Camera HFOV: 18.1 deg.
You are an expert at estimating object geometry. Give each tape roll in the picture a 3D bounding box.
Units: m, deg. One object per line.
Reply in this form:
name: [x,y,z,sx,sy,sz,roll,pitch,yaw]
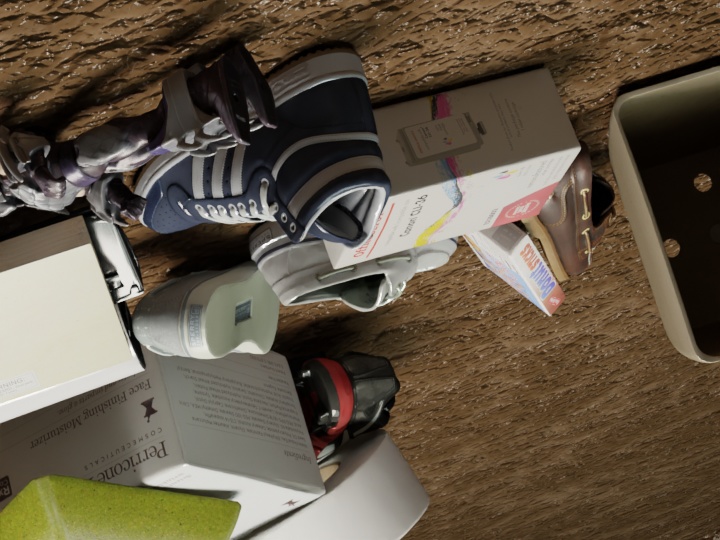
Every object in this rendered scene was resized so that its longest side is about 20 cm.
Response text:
tape roll: [-0.042,0.218,1.918,0.202,0.071,0.202,-34,-174,4]

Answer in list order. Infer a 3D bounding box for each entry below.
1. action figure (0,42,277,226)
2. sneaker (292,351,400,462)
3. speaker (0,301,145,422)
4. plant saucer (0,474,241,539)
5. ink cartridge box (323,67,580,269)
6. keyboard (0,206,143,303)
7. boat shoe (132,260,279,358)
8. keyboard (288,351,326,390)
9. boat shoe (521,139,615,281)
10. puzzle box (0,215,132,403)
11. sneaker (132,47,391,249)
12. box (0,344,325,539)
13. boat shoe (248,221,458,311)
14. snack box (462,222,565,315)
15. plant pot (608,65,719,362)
action figure: [-0.151,-0.067,1.324,0.199,0.070,0.130,-22,172,19]
sneaker: [-0.024,0.121,1.940,0.097,0.071,0.200,-16,165,-25]
speaker: [-0.252,0.065,1.579,0.199,0.082,0.081,-20,162,-1]
plant saucer: [-0.212,0.238,1.711,0.199,0.048,0.200,14,132,-43]
ink cartridge box: [0.035,-0.063,1.531,0.199,0.068,0.117,-15,161,-16]
keyboard: [-0.239,0.033,1.493,0.199,0.021,0.128,-19,128,0]
boat shoe: [-0.111,0.026,1.638,0.071,0.071,0.201,5,-176,14]
keyboard: [-0.120,0.113,1.962,0.199,0.021,0.127,-20,162,-2]
boat shoe: [0.160,-0.045,1.713,0.070,0.071,0.200,-21,162,7]
puzzle box: [-0.253,0.042,1.431,0.199,0.026,0.133,-18,145,-5]
sneaker: [-0.062,-0.045,1.413,0.200,0.109,0.070,-33,157,35]
box: [-0.171,0.148,1.801,0.198,0.131,0.200,-28,155,23]
boat shoe: [0.000,0.000,1.680,0.199,0.067,0.073,-4,156,-42]
snack box: [0.111,-0.015,1.749,0.024,0.072,0.200,-51,161,-3]
plant pot: [0.292,-0.043,1.693,0.199,0.201,0.177,-17,173,-8]
